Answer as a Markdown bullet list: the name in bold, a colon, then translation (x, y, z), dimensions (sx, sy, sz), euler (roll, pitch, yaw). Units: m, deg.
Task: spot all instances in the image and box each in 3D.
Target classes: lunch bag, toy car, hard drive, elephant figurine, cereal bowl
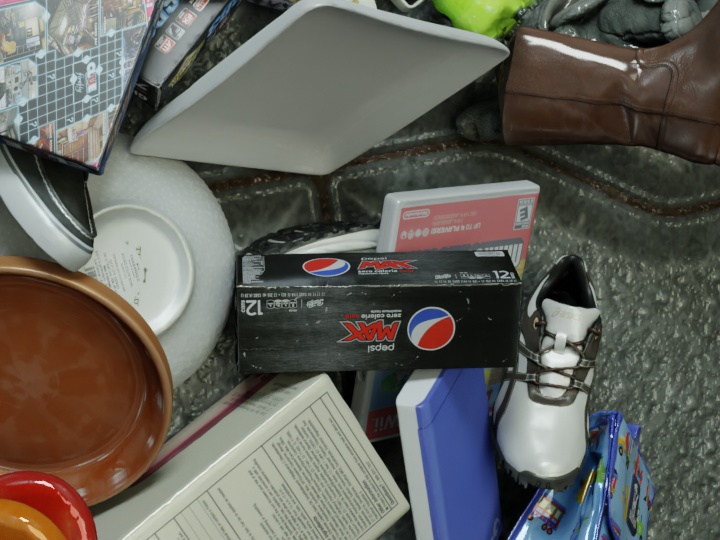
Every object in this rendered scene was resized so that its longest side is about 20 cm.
- **lunch bag**: translation (0.184, 0.214, 1.168), dimensions (0.151, 0.094, 0.200), euler (52, 55, -51)
- **toy car**: translation (-0.234, 0.203, 0.922), dimensions (0.175, 0.200, 0.150), euler (31, 59, -4)
- **hard drive**: translation (0.070, 0.150, 1.090), dimensions (0.132, 0.025, 0.200), euler (-53, 140, -54)
- **elephant figurine**: translation (0.192, -0.178, 1.173), dimensions (0.155, 0.200, 0.142), euler (15, 67, -52)
- **cereal bowl**: translation (-0.173, 0.002, 1.001), dimensions (0.200, 0.083, 0.201), euler (-1, 92, -28)

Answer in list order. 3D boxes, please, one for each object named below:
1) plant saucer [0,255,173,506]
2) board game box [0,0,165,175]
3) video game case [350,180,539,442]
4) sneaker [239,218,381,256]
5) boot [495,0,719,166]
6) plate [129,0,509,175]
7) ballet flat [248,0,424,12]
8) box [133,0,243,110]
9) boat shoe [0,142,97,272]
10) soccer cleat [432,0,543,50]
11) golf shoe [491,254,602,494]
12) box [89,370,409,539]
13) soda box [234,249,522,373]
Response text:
- **plant saucer**: translation (-0.223, 0.075, 0.950), dimensions (0.200, 0.032, 0.201), euler (0, 123, 0)
- **board game box**: translation (-0.189, -0.174, 0.880), dimensions (0.135, 0.035, 0.200), euler (19, 83, -4)
- **video game case**: translation (0.064, 0.031, 1.108), dimensions (0.143, 0.017, 0.201), euler (-8, 117, -36)
- **sneaker**: translation (0.000, 0.000, 1.097), dimensions (0.200, 0.074, 0.080), euler (-5, 98, -27)
- **boot**: translation (0.194, -0.167, 1.056), dimensions (0.064, 0.199, 0.187), euler (-48, 145, -59)
- **plate**: translation (-0.029, -0.128, 0.993), dimensions (0.199, 0.200, 0.032), euler (4, 64, -47)
- **ballet flat**: translation (0.009, -0.223, 1.093), dimensions (0.200, 0.072, 0.072), euler (-26, 103, -25)
- **box**: translation (-0.160, -0.245, 0.983), dimensions (0.198, 0.050, 0.200), euler (35, 74, -1)
- **boat shoe**: translation (-0.208, -0.086, 0.928), dimensions (0.057, 0.200, 0.069), euler (-37, 146, 8)
- **soccer cleat**: translation (0.090, -0.210, 1.087), dimensions (0.081, 0.200, 0.068), euler (42, 104, 1)
- **golf shoe**: translation (0.146, 0.074, 1.119), dimensions (0.078, 0.095, 0.200), euler (8, 49, 2)
- **box**: translation (-0.088, 0.176, 1.033), dimensions (0.200, 0.109, 0.128), euler (-38, 108, -21)
- **soda box**: translation (0.011, 0.028, 1.021), dimensions (0.199, 0.063, 0.071), euler (-1, 113, -4)
